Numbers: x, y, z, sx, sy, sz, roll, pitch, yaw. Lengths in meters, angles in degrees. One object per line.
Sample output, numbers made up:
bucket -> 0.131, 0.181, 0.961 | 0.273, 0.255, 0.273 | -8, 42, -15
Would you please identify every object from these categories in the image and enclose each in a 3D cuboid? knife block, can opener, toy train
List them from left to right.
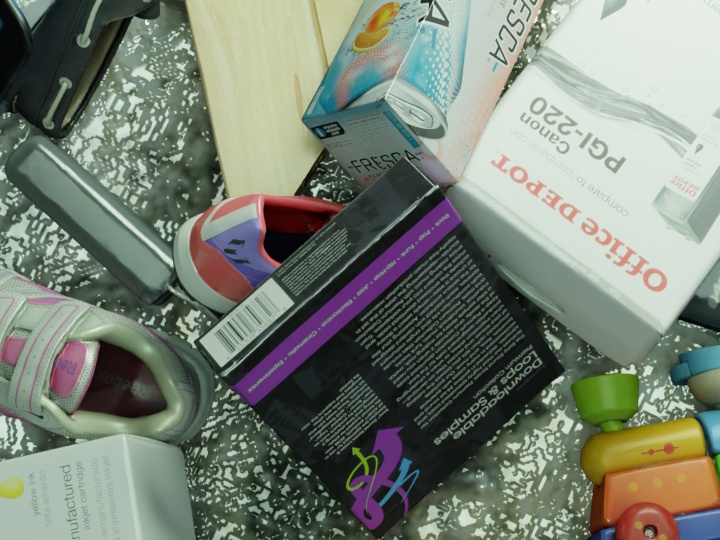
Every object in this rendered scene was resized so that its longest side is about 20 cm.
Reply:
can opener -> -0.107, -0.009, 1.211 | 0.200, 0.053, 0.067 | 37, 88, 3
knife block -> -0.073, -0.139, 1.212 | 0.175, 0.064, 0.200 | 33, 87, 1
toy train -> 0.137, 0.108, 1.192 | 0.200, 0.085, 0.116 | -9, 76, -8

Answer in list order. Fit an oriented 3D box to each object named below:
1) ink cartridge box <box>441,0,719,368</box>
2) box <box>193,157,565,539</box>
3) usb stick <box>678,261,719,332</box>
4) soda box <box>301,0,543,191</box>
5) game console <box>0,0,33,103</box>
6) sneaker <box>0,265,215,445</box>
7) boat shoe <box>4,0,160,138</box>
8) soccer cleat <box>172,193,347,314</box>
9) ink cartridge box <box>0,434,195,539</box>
ink cartridge box -> 0.151, -0.071, 1.181 | 0.146, 0.085, 0.200 | 36, 76, 5
box -> 0.016, 0.046, 1.150 | 0.143, 0.200, 0.036 | -41, 49, -3
usb stick -> 0.137, -0.013, 1.225 | 0.200, 0.033, 0.056 | 17, 86, -1
soda box -> 0.046, -0.135, 1.162 | 0.068, 0.064, 0.200 | 46, 52, -30
game console -> -0.287, -0.144, 1.175 | 0.171, 0.118, 0.200 | -34, 83, -3
sneaker -> -0.171, 0.043, 1.178 | 0.200, 0.088, 0.082 | 14, 87, -9
boat shoe -> -0.133, -0.154, 1.177 | 0.060, 0.074, 0.200 | 41, 115, 1
soccer cleat -> 0.000, 0.000, 1.162 | 0.200, 0.073, 0.068 | 12, 63, -35
ink cartridge box -> -0.188, 0.179, 1.150 | 0.200, 0.083, 0.145 | -14, 77, 14
